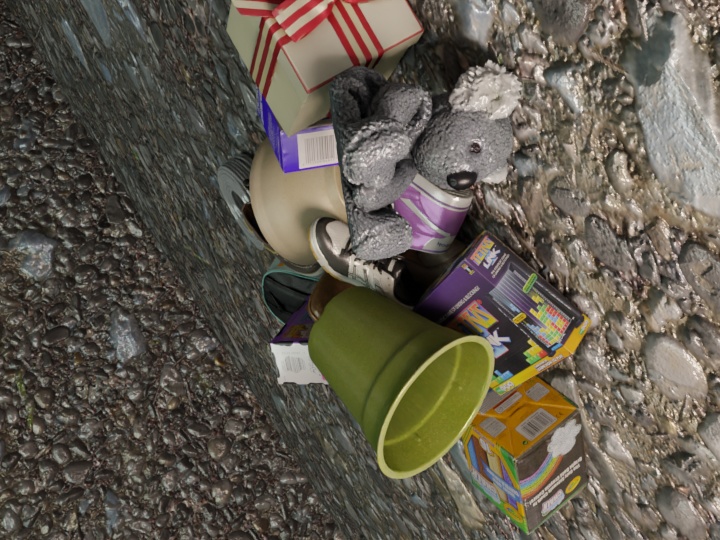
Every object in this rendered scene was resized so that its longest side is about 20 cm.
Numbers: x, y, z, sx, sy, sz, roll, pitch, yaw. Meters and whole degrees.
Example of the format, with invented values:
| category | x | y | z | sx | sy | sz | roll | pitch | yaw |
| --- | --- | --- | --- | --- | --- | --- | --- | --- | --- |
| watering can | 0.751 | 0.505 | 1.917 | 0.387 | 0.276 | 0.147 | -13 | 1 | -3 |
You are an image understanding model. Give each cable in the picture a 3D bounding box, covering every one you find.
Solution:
| category | x | y | z | sx | sy | sz | roll | pitch | yaw |
| --- | --- | --- | --- | --- | --- | --- | --- | --- | --- |
| cable | -0.225 | -0.140 | 1.836 | 0.199 | 0.068 | 0.203 | 20 | 138 | 61 |

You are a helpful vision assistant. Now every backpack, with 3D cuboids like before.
| category | x | y | z | sx | sy | sz | roll | pitch | yaw |
| --- | --- | --- | --- | --- | --- | --- | --- | --- | --- |
| backpack | -0.062 | 0.027 | 1.497 | 0.195 | 0.156 | 0.178 | 7 | 142 | 14 |

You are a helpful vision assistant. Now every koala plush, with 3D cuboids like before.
| category | x | y | z | sx | sy | sz | roll | pitch | yaw |
| --- | --- | --- | --- | --- | --- | --- | --- | --- | --- |
| koala plush | 0.072 | -0.139 | 0.939 | 0.179 | 0.195 | 0.187 | 83 | 177 | -51 |

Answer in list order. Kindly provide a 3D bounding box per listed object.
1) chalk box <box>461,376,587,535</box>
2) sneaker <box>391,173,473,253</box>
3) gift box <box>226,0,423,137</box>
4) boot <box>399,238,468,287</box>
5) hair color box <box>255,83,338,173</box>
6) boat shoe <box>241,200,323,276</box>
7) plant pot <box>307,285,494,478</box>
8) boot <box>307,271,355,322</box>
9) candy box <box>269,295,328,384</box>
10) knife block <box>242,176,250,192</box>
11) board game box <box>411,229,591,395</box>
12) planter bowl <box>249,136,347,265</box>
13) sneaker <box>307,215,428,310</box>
| category | x | y | z | sx | sy | sz | roll | pitch | yaw |
| --- | --- | --- | --- | --- | --- | --- | --- | --- | --- |
| chalk box | 0.227 | 0.260 | 1.222 | 0.123 | 0.123 | 0.203 | 36 | 150 | 46 |
| sneaker | 0.051 | -0.098 | 1.147 | 0.201 | 0.072 | 0.116 | 46 | 132 | 34 |
| gift box | -0.060 | -0.294 | 1.028 | 0.202 | 0.183 | 0.187 | 54 | 163 | -1 |
| boot | 0.116 | 0.017 | 1.231 | 0.147 | 0.070 | 0.201 | 48 | 164 | 11 |
| hair color box | -0.075 | -0.211 | 1.200 | 0.201 | 0.107 | 0.066 | -117 | 22 | -54 |
| boat shoe | -0.124 | -0.055 | 1.416 | 0.059 | 0.073 | 0.199 | 26 | -170 | -46 |
| plant pot | 0.034 | 0.120 | 1.113 | 0.189 | 0.199 | 0.203 | 36 | 151 | 36 |
| boot | 0.000 | 0.000 | 1.290 | 0.074 | 0.200 | 0.076 | 46 | 154 | 4 |
| candy box | -0.011 | 0.098 | 1.315 | 0.195 | 0.168 | 0.073 | -3 | 113 | 21 |
| knife block | -0.174 | -0.160 | 1.588 | 0.200 | 0.064 | 0.175 | 41 | 179 | 43 |
| board game box | 0.164 | 0.059 | 1.089 | 0.164 | 0.057 | 0.200 | 39 | 153 | 1 |
| planter bowl | -0.043 | -0.119 | 1.276 | 0.133 | 0.200 | 0.203 | -10 | 113 | 40 |
| sneaker | 0.018 | -0.011 | 1.192 | 0.199 | 0.077 | 0.087 | 40 | 144 | -23 |
